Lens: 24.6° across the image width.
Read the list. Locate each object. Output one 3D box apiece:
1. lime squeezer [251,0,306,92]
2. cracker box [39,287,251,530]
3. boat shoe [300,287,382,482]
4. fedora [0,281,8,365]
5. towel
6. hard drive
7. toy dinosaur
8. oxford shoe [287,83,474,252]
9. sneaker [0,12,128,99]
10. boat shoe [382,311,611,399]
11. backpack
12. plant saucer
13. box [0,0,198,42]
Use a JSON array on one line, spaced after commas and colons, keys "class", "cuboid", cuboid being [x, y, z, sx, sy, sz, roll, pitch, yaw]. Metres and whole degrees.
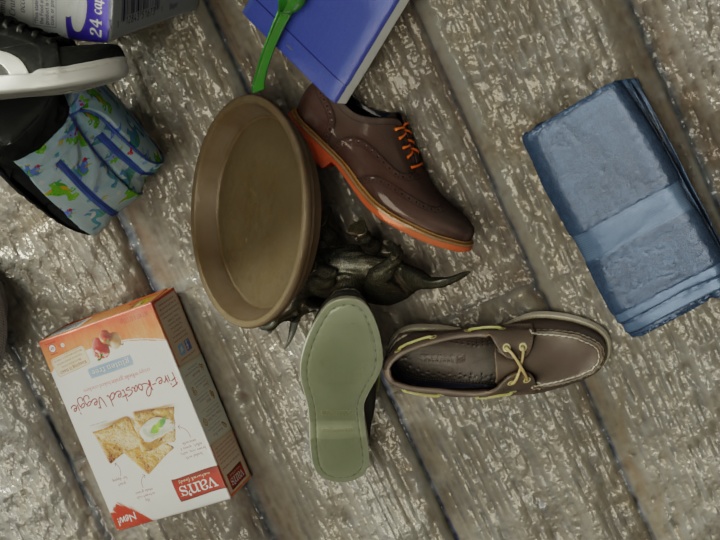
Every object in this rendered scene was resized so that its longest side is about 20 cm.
[{"class": "lime squeezer", "cuboid": [-0.084, -0.249, 1.372, 0.070, 0.038, 0.202, -10, 125, 10]}, {"class": "cracker box", "cuboid": [-0.204, 0.133, 1.568, 0.133, 0.058, 0.202, -19, 99, 23]}, {"class": "boat shoe", "cuboid": [-0.018, 0.093, 1.462, 0.071, 0.061, 0.203, 3, 125, -1]}, {"class": "fedora", "cuboid": [-0.419, 0.026, 1.593, 0.198, 0.090, 0.178, 26, 114, 4]}, {"class": "towel", "cuboid": [0.223, -0.052, 1.374, 0.111, 0.049, 0.202, -27, 96, 23]}, {"class": "hard drive", "cuboid": [-0.008, -0.261, 1.382, 0.132, 0.025, 0.201, 45, 116, 26]}, {"class": "toy dinosaur", "cuboid": [0.000, 0.000, 1.455, 0.197, 0.103, 0.078, -9, 61, 9]}, {"class": "oxford shoe", "cuboid": [0.026, -0.092, 1.419, 0.199, 0.071, 0.073, 38, 109, 5]}, {"class": "sneaker", "cuboid": [-0.282, -0.191, 1.294, 0.197, 0.073, 0.114, -5, 93, 13]}, {"class": "boat shoe", "cuboid": [0.118, 0.078, 1.431, 0.197, 0.060, 0.073, -1, 105, 10]}, {"class": "backpack", "cuboid": [-0.264, -0.117, 1.443, 0.163, 0.153, 0.201, 42, 161, 38]}, {"class": "plant saucer", "cuboid": [-0.090, -0.051, 1.438, 0.199, 0.029, 0.203, 1, 92, 55]}, {"class": "box", "cuboid": [-0.260, -0.268, 1.403, 0.197, 0.184, 0.106, 8, 109, 16]}]
